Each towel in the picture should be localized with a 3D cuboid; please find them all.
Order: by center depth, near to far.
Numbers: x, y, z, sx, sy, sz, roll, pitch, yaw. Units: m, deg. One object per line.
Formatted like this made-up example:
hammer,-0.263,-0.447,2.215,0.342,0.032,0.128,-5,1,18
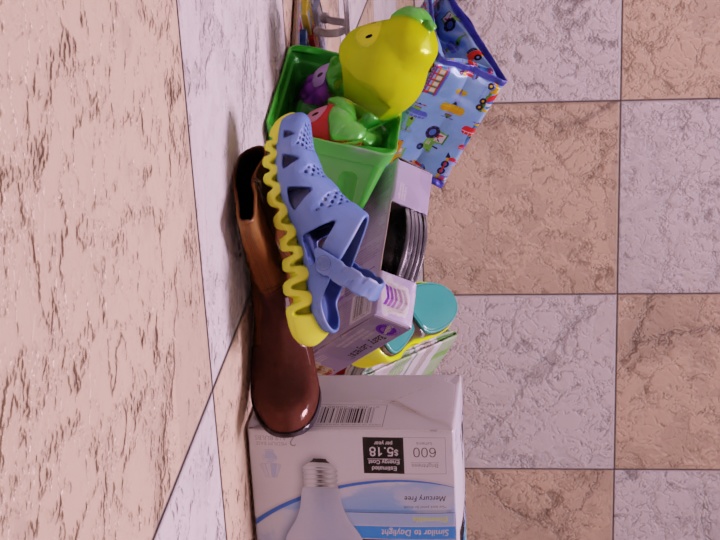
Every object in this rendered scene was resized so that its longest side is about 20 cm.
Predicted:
towel,0.022,0.139,1.777,0.199,0.031,0.150,-18,146,-54

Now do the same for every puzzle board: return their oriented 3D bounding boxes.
puzzle board,-0.057,-0.263,1.781,0.201,0.017,0.153,77,14,-66

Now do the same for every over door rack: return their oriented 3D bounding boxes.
over door rack,-0.007,-0.304,1.803,0.200,0.066,0.150,-41,133,-56

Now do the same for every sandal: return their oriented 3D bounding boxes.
sandal,-0.031,-0.040,1.328,0.079,0.086,0.203,-16,94,-74

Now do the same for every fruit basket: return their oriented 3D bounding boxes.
fruit basket,-0.009,-0.186,1.563,0.216,0.153,0.219,-168,-90,-88

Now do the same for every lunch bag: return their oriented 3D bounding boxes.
lunch bag,0.067,-0.220,1.720,0.151,0.093,0.201,-58,-150,30

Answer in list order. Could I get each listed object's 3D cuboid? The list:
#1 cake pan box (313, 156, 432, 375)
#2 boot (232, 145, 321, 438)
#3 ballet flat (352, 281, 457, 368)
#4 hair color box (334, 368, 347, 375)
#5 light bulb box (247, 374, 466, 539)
cake pan box,0.000,0.000,1.603,0.200,0.052,0.187,-36,-139,53
boot,-0.075,0.022,1.349,0.201,0.067,0.190,82,10,-46
ballet flat,0.041,0.063,1.699,0.067,0.067,0.200,59,30,1
hair color box,-0.032,0.031,1.780,0.111,0.063,0.203,68,21,-72
light bulb box,0.002,0.214,1.451,0.125,0.195,0.203,-69,157,-68
